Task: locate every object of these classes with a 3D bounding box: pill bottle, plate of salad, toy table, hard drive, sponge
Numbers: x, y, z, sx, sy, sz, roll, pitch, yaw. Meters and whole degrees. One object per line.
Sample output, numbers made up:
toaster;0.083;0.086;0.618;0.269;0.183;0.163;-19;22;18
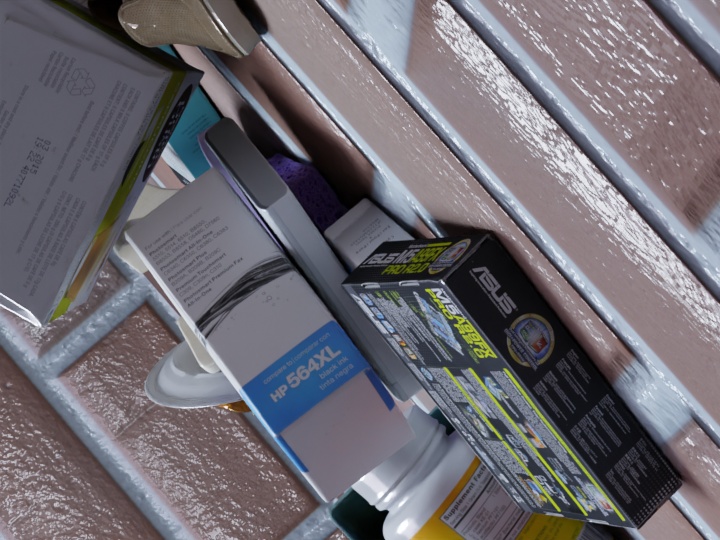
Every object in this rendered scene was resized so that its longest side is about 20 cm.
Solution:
pill bottle;0.093;0.190;1.785;0.200;0.109;0.109;39;172;-2
plate of salad;-0.076;0.069;1.946;0.200;0.199;0.048;30;143;67
toy table;-0.114;-0.024;1.905;0.200;0.117;0.184;50;-172;-52
hard drive;-0.033;-0.007;1.723;0.200;0.027;0.132;56;177;-35
sponge;0.000;0.000;1.820;0.200;0.030;0.112;53;171;-15

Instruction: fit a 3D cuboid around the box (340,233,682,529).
box;0.090;0.068;1.501;0.200;0.044;0.160;51;161;-13

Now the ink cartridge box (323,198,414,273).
ink cartridge box;0.073;0.060;1.651;0.200;0.045;0.176;55;172;-33

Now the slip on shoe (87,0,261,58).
slip on shoe;-0.128;-0.173;1.606;0.076;0.061;0.200;55;171;-32

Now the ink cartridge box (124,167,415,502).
ink cartridge box;-0.062;0.044;1.693;0.200;0.084;0.146;53;178;26

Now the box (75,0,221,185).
box;-0.163;-0.144;1.969;0.200;0.049;0.082;55;170;-33

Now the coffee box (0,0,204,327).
coffee box;-0.251;-0.101;1.730;0.199;0.200;0.198;28;-174;1

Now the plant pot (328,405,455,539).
plant pot;0.095;0.219;1.961;0.141;0.141;0.200;46;178;26
